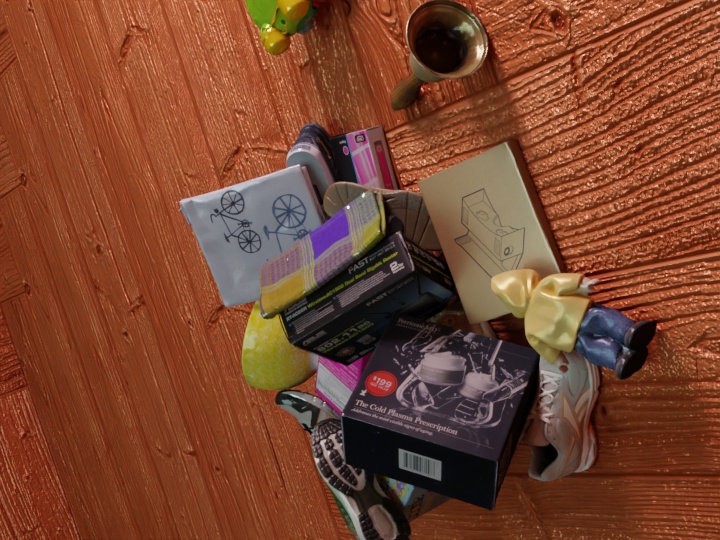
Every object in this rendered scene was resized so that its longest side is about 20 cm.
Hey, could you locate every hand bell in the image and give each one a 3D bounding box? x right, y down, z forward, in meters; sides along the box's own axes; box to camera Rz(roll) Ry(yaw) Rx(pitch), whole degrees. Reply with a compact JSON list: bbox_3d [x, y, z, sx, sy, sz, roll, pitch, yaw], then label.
[{"bbox_3d":[0.076,-0.246,1.433,0.104,0.104,0.200,64,158,8],"label":"hand bell"}]

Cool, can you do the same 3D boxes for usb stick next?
[{"bbox_3d":[0.000,0.000,1.527,0.033,0.056,0.200,29,134,-10],"label":"usb stick"}]

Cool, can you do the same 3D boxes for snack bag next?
[{"bbox_3d":[-0.142,-0.044,1.649,0.200,0.021,0.189,-16,111,15],"label":"snack bag"}]

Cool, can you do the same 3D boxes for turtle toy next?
[{"bbox_3d":[-0.097,-0.402,1.564,0.146,0.101,0.200,60,145,15],"label":"turtle toy"}]

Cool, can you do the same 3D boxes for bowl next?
[{"bbox_3d":[-0.089,0.102,1.765,0.107,0.200,0.200,16,123,20],"label":"bowl"}]

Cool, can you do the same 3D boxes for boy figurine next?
[{"bbox_3d":[0.238,0.058,1.325,0.200,0.064,0.125,26,118,37],"label":"boy figurine"}]

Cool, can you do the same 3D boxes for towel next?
[{"bbox_3d":[-0.053,-0.022,1.480,0.023,0.200,0.144,50,-163,-24],"label":"towel"}]

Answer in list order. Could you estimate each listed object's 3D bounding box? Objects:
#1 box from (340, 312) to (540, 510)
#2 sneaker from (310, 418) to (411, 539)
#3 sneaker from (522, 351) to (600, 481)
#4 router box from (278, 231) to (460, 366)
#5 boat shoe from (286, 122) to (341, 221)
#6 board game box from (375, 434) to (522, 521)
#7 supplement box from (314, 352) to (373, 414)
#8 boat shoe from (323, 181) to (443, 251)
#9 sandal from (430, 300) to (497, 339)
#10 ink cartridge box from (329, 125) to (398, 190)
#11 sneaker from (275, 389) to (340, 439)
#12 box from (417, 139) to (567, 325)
[{"bbox_3d":[0.101,0.170,1.410,0.200,0.182,0.104,14,137,17],"label":"box"},{"bbox_3d":[-0.013,0.289,1.468,0.200,0.077,0.089,62,153,17],"label":"sneaker"},{"bbox_3d":[0.238,0.170,1.388,0.076,0.092,0.200,14,118,51],"label":"sneaker"},{"bbox_3d":[0.014,0.042,1.489,0.200,0.150,0.062,-32,61,18],"label":"router box"},{"bbox_3d":[-0.049,-0.117,1.675,0.071,0.091,0.201,-5,126,17],"label":"boat shoe"},{"bbox_3d":[0.103,0.242,1.520,0.103,0.200,0.105,49,141,28],"label":"board game box"},{"bbox_3d":[0.006,0.115,1.684,0.103,0.101,0.200,39,136,37],"label":"supplement box"},{"bbox_3d":[0.049,-0.073,1.541,0.200,0.063,0.073,14,92,22],"label":"boat shoe"},{"bbox_3d":[0.132,0.088,1.517,0.212,0.070,0.078,50,142,27],"label":"sandal"},{"bbox_3d":[0.017,-0.102,1.619,0.095,0.037,0.200,-4,105,55],"label":"ink cartridge box"},{"bbox_3d":[-0.049,0.252,1.761,0.200,0.080,0.074,31,169,-7],"label":"sneaker"},{"bbox_3d":[0.166,-0.045,1.422,0.163,0.021,0.200,-22,88,46],"label":"box"}]
